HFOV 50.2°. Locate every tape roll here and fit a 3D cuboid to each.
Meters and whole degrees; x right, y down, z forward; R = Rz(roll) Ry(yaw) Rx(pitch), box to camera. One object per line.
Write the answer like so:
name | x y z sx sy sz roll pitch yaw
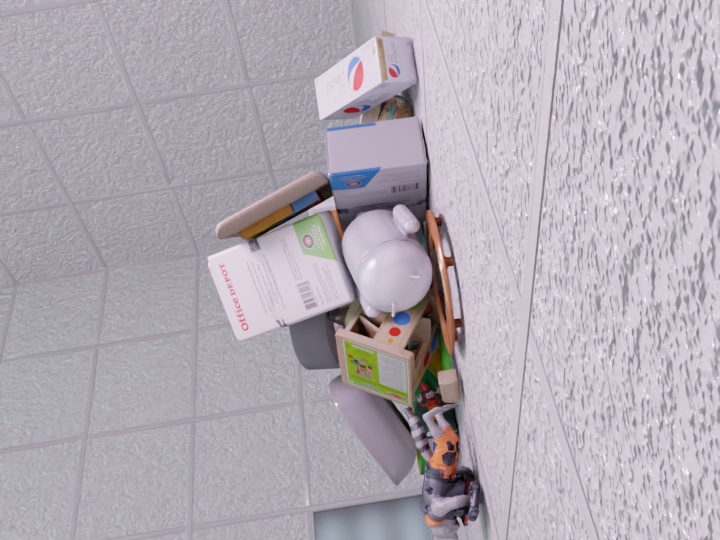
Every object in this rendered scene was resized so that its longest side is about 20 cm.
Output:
tape roll | -0.064 0.073 1.358 0.200 0.065 0.203 -3 -90 -75

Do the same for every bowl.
bowl | 0.029 0.264 1.374 0.201 0.074 0.200 52 180 -5

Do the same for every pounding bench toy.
pounding bench toy | 0.087 0.112 1.208 0.156 0.198 0.125 -57 -27 -37

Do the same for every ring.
ring | 0.116 0.015 1.070 0.200 0.019 0.203 -9 -90 -89

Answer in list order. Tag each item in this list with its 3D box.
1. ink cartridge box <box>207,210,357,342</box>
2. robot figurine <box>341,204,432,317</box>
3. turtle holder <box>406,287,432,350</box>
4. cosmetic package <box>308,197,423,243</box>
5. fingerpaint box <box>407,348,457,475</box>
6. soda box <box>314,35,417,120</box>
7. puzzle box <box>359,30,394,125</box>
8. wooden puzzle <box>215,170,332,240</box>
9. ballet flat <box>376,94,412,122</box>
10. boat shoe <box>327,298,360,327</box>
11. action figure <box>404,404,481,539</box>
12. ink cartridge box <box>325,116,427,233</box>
ink cartridge box | -0.119 0.009 1.217 0.084 0.198 0.147 -37 -74 -76
robot figurine | 0.039 -0.015 1.142 0.200 0.112 0.171 -116 42 -55
turtle holder | 0.077 0.096 1.446 0.141 0.184 0.132 53 -156 -26
cosmetic package | 0.009 -0.093 1.403 0.071 0.198 0.102 -97 -2 -64
fingerpaint box | 0.129 0.262 1.422 0.201 0.073 0.168 82 179 -56
soda box | 0.003 -0.284 1.153 0.199 0.063 0.069 -11 87 60
puzzle box | 0.025 -0.307 1.302 0.201 0.025 0.134 -82 7 -52
wooden puzzle | -0.124 -0.091 1.206 0.037 0.184 0.200 62 -177 2
ballet flat | 0.051 -0.215 1.299 0.200 0.070 0.066 77 -147 -64
boat shoe | 0.000 0.000 1.284 0.073 0.064 0.201 73 -145 -64
action figure | 0.121 0.301 1.148 0.200 0.103 0.196 77 -169 -81
ink cartridge box | 0.028 -0.143 1.199 0.200 0.144 0.085 79 -177 -67
